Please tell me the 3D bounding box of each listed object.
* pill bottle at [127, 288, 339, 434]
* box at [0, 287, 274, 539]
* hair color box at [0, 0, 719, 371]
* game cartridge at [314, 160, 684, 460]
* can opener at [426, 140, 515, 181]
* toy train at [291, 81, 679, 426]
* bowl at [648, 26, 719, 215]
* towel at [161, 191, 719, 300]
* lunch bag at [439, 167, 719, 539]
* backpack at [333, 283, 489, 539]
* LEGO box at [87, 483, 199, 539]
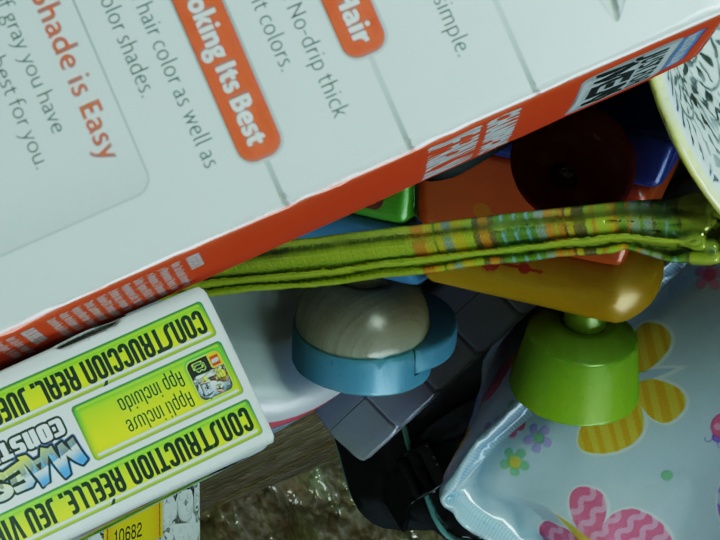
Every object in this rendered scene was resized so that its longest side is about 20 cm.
[{"bbox_3d":[-0.076,0.014,0.937,0.119,0.120,0.200,-21,174,-29],"label":"pill bottle"},{"bbox_3d":[-0.111,0.064,0.596,0.110,0.035,0.200,-24,176,-33],"label":"box"},{"bbox_3d":[-0.044,-0.054,0.535,0.199,0.111,0.064,-24,175,-2],"label":"hair color box"},{"bbox_3d":[0.069,-0.019,0.958,0.130,0.038,0.200,-49,175,31],"label":"game cartridge"},{"bbox_3d":[0.056,-0.076,0.747,0.079,0.063,0.200,-42,-175,38],"label":"can opener"},{"bbox_3d":[0.069,-0.007,0.788,0.199,0.116,0.085,13,-149,17],"label":"toy train"},{"bbox_3d":[0.129,-0.101,0.677,0.200,0.202,0.094,-22,-151,-18],"label":"bowl"},{"bbox_3d":[0.000,0.000,0.715,0.199,0.018,0.086,-6,177,17],"label":"towel"},{"bbox_3d":[0.135,0.023,0.918,0.200,0.127,0.170,-46,-176,13],"label":"lunch bag"},{"bbox_3d":[0.069,0.006,1.201,0.199,0.177,0.153,-23,-169,-18],"label":"backpack"},{"bbox_3d":[-0.149,0.086,0.795,0.199,0.150,0.077,3,-174,25],"label":"LEGO box"}]
